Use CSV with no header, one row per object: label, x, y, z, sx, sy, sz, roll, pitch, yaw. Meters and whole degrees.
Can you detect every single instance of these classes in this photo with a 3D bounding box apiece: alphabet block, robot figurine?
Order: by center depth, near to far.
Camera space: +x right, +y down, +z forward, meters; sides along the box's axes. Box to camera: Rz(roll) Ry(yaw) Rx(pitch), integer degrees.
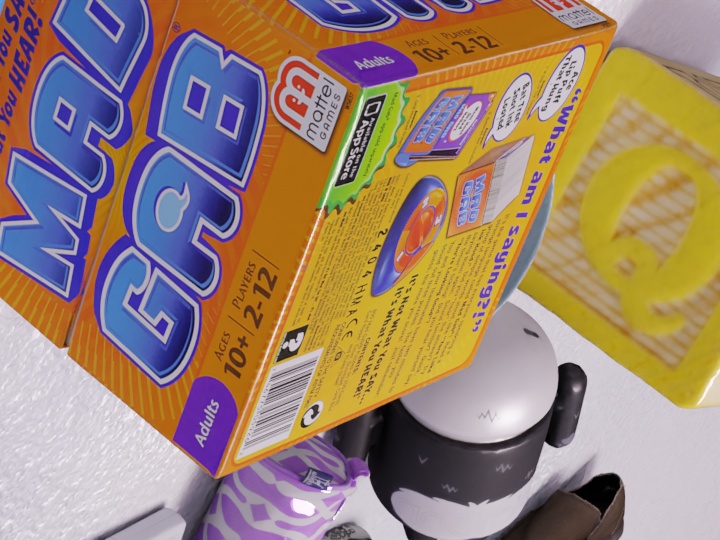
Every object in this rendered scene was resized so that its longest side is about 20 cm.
robot figurine,0.070,0.107,1.465,0.150,0.124,0.201,-39,152,-39
alphabet block,0.250,-0.028,1.514,0.200,0.196,0.196,5,117,-61

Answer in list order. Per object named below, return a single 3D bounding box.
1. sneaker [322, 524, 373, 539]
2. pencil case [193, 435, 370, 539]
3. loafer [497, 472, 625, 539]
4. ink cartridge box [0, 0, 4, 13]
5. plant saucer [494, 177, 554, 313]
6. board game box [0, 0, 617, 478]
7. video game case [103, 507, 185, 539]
sneaker,-0.026,0.257,1.507,0.200,0.099,0.070,-26,141,-46
pencil case,-0.071,0.193,1.367,0.085,0.084,0.201,18,113,-25
loafer,0.178,0.233,1.880,0.200,0.073,0.072,-28,135,-52
ink cartridge box,-0.218,-0.118,0.725,0.200,0.084,0.147,-18,138,-52
plant saucer,0.024,-0.050,1.215,0.200,0.039,0.202,-9,106,-31
board game box,-0.042,-0.064,0.958,0.199,0.200,0.201,-19,138,-50
video game case,-0.203,0.254,1.295,0.200,0.022,0.183,-24,142,-48
